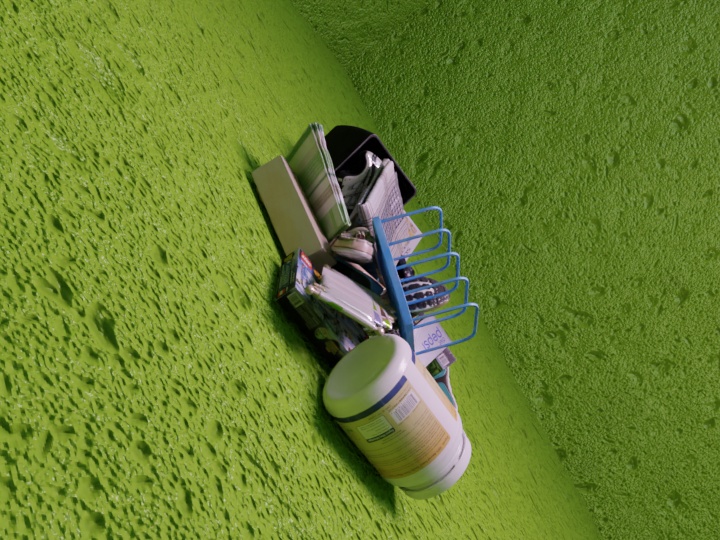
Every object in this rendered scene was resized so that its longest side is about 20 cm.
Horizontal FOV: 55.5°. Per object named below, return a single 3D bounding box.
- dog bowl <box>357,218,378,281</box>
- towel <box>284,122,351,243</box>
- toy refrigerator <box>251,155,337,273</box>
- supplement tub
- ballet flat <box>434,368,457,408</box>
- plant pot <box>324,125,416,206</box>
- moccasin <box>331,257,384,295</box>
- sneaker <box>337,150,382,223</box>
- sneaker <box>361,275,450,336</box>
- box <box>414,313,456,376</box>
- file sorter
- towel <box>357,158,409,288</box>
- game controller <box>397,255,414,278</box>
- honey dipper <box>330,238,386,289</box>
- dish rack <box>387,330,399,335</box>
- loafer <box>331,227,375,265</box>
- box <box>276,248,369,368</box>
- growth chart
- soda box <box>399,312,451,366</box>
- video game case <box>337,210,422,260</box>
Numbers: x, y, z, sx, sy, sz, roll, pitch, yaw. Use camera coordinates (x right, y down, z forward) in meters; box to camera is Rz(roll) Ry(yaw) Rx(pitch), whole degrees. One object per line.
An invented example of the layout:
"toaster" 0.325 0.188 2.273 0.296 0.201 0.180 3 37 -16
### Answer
"dog bowl" 0.016 -0.035 1.379 0.200 0.049 0.113 -51 126 -48
"towel" -0.080 -0.141 1.225 0.030 0.149 0.203 -8 71 -33
"toy refrigerator" -0.117 -0.089 1.173 0.202 0.069 0.076 65 7 25
"supplement tub" 0.054 0.206 0.958 0.201 0.143 0.145 54 13 -19
"ballet flat" 0.170 0.254 1.497 0.070 0.069 0.202 47 21 -39
"plant pot" -0.028 -0.207 1.527 0.200 0.200 0.178 45 4 -42
"moccasin" -0.031 0.024 1.198 0.080 0.069 0.200 37 -5 -20
"sneaker" -0.030 -0.159 1.400 0.088 0.201 0.076 43 -5 -29
"sneaker" 0.068 0.073 1.241 0.089 0.197 0.078 63 14 -51
"box" 0.113 0.127 1.432 0.201 0.040 0.137 56 -18 10
"file sorter" 0.104 0.017 1.121 0.139 0.121 0.202 80 -6 -59
"towel" 0.055 -0.096 1.334 0.201 0.034 0.195 -65 144 -51
"game controller" 0.095 0.047 1.498 0.105 0.042 0.202 53 -18 41
"honey dipper" 0.000 0.000 1.279 0.199 0.038 0.038 41 15 -8
"dish rack" 0.076 0.177 1.321 0.154 0.054 0.201 53 12 -28
"loafer" -0.009 -0.048 1.156 0.071 0.064 0.200 16 -3 -3
"box" -0.053 0.076 1.053 0.201 0.040 0.137 53 13 -21
"growth chart" -0.007 0.041 1.012 0.144 0.018 0.200 33 11 -3
"soda box" 0.078 0.149 1.182 0.069 0.063 0.199 54 38 4
"video game case" 0.040 -0.063 1.493 0.023 0.183 0.200 21 -18 45
